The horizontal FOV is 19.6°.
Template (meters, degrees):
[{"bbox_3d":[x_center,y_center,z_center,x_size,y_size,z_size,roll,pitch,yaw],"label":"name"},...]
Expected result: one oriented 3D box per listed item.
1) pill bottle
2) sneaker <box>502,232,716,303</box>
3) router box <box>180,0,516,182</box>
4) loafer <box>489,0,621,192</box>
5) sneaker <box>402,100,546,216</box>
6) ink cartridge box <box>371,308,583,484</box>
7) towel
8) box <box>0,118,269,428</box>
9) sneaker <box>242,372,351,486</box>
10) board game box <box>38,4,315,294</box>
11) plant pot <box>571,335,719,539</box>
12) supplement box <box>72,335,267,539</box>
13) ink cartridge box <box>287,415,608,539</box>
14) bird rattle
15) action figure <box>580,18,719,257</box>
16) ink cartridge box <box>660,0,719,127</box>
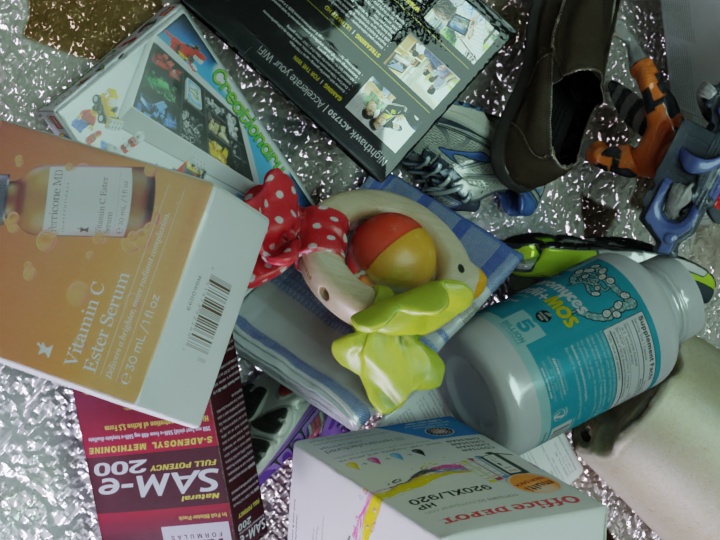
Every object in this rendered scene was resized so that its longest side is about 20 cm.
[{"bbox_3d":[0.164,0.056,1.588,0.199,0.111,0.111,-24,106,-24],"label":"pill bottle"},{"bbox_3d":[0.200,0.016,1.700,0.199,0.074,0.082,4,102,-24],"label":"sneaker"},{"bbox_3d":[-0.010,-0.185,1.509,0.200,0.051,0.149,42,90,-7],"label":"router box"},{"bbox_3d":[0.165,-0.151,1.586,0.073,0.071,0.201,26,76,-38],"label":"loafer"},{"bbox_3d":[0.070,-0.087,1.606,0.199,0.077,0.086,14,92,-30],"label":"sneaker"},{"bbox_3d":[0.065,0.153,1.638,0.200,0.050,0.161,-38,115,-19],"label":"ink cartridge box"},{"bbox_3d":[0.005,0.017,1.543,0.200,0.147,0.024,-44,151,-25],"label":"towel"},{"bbox_3d":[-0.186,-0.001,1.381,0.106,0.199,0.153,33,75,-69],"label":"box"},{"bbox_3d":[-0.047,0.116,1.556,0.200,0.080,0.084,-47,126,-15],"label":"sneaker"},{"bbox_3d":[-0.126,-0.075,1.514,0.126,0.035,0.201,-42,113,-20],"label":"board game box"},{"bbox_3d":[0.279,0.146,1.696,0.183,0.200,0.201,37,76,-15],"label":"plant pot"},{"bbox_3d":[-0.140,0.102,1.471,0.061,0.108,0.201,-31,112,-68],"label":"supplement box"},{"bbox_3d":[0.058,0.210,1.488,0.146,0.200,0.146,-6,108,-31],"label":"ink cartridge box"},{"bbox_3d":[0.000,0.000,1.496,0.163,0.200,0.113,-26,145,-43],"label":"bird rattle"},{"bbox_3d":[0.265,-0.117,1.635,0.201,0.193,0.104,-56,158,11],"label":"action figure"},{"bbox_3d":[0.339,-0.194,1.714,0.175,0.084,0.201,-30,126,-27],"label":"ink cartridge box"}]
